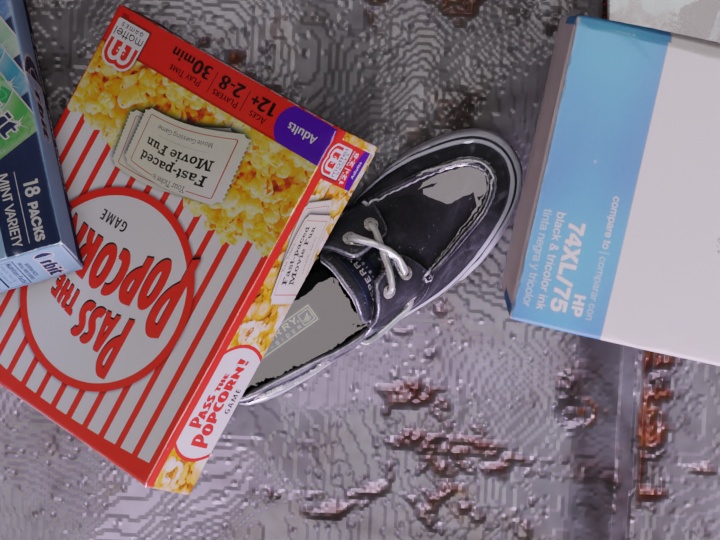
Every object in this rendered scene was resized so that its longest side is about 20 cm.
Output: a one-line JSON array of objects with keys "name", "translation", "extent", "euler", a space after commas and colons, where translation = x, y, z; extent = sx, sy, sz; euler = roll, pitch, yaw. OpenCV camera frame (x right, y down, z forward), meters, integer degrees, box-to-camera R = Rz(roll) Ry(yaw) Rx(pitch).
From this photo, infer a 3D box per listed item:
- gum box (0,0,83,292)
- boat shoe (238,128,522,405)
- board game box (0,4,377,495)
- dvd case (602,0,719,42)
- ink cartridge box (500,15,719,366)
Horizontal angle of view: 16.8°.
[{"name": "gum box", "translation": [-0.255, -0.057, 1.232], "extent": [0.200, 0.045, 0.170], "euler": [-15, 71, 4]}, {"name": "boat shoe", "translation": [0.000, 0.000, 1.247], "extent": [0.200, 0.068, 0.072], "euler": [-35, 92, 4]}, {"name": "board game box", "translation": [-0.103, -0.011, 1.230], "extent": [0.151, 0.046, 0.200], "euler": [30, 95, 29]}, {"name": "dvd case", "translation": [0.197, -0.096, 1.259], "extent": [0.146, 0.022, 0.200], "euler": [1, 93, 2]}, {"name": "ink cartridge box", "translation": [0.182, -0.033, 1.180], "extent": [0.200, 0.147, 0.146], "euler": [13, 96, 1]}]
